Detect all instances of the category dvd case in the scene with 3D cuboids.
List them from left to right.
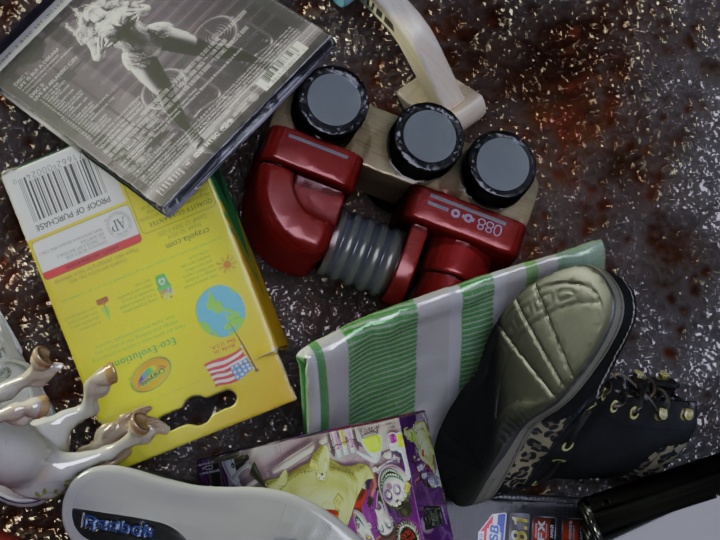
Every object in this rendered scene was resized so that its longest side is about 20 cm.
[{"bbox_3d":[-0.130,-0.132,1.359,0.149,0.016,0.200,-47,54,-11],"label":"dvd case"}]

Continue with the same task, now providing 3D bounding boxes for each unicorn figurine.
[{"bbox_3d":[-0.216,0.093,1.283,0.200,0.137,0.074,36,34,-36],"label":"unicorn figurine"}]

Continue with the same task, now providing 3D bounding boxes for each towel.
[{"bbox_3d":[0.058,0.063,1.366,0.199,0.153,0.023,-17,51,-12],"label":"towel"}]

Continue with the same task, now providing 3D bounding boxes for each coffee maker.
[{"bbox_3d":[0.236,0.146,1.342,0.199,0.135,0.193,-20,66,1],"label":"coffee maker"}]

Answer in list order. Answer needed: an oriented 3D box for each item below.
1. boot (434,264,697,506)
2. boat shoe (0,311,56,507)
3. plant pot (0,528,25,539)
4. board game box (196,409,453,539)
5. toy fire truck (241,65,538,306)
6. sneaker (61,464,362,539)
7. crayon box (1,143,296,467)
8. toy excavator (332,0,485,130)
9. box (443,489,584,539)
[{"bbox_3d":[0.150,0.069,1.357,0.153,0.204,0.074,-1,50,-33],"label":"boot"},{"bbox_3d":[-0.240,0.053,1.347,0.074,0.086,0.202,-24,89,-11],"label":"boat shoe"},{"bbox_3d":[-0.256,0.221,1.285,0.195,0.201,0.201,29,80,2],"label":"plant pot"},{"bbox_3d":[-0.021,0.158,1.327,0.032,0.200,0.120,-14,88,-42],"label":"board game box"},{"bbox_3d":[0.000,0.000,1.391,0.176,0.129,0.201,21,71,-7],"label":"toy fire truck"},{"bbox_3d":[-0.072,0.162,1.317,0.199,0.112,0.073,17,85,11],"label":"sneaker"},{"bbox_3d":[-0.129,0.009,1.373,0.127,0.051,0.201,-21,88,7],"label":"crayon box"},{"bbox_3d":[-0.001,-0.194,1.399,0.100,0.195,0.200,-34,63,-12],"label":"toy excavator"},{"bbox_3d":[0.066,0.241,1.405,0.160,0.044,0.201,5,83,-10],"label":"box"}]
